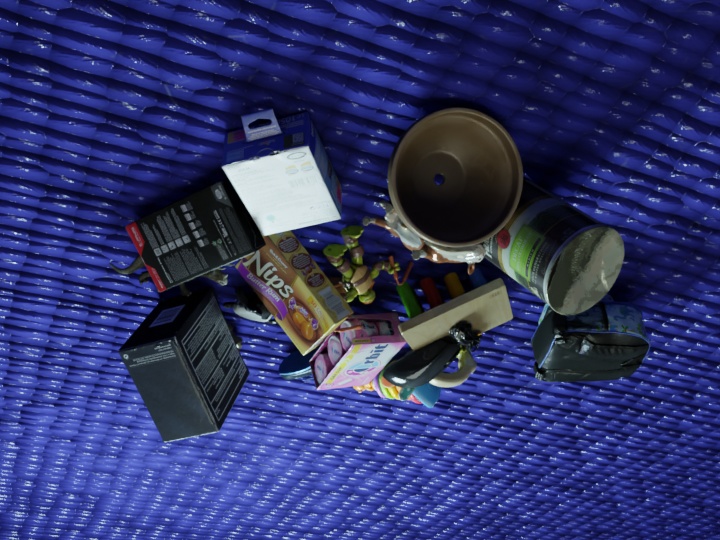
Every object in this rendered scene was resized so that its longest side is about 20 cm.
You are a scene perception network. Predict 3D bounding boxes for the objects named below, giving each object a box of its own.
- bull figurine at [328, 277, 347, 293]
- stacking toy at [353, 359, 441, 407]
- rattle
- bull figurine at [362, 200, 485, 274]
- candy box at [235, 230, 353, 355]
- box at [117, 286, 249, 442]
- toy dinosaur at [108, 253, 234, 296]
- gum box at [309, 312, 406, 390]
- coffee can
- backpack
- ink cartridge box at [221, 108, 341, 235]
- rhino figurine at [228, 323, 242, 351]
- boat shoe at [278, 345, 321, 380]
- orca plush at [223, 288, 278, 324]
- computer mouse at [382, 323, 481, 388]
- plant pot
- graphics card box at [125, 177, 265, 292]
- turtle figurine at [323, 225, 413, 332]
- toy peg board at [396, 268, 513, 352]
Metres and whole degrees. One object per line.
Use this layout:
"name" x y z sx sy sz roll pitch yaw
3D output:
"bull figurine" -0.074 0.079 1.471 0.121 0.065 0.200 -12 146 -14
"stacking toy" 0.068 0.241 1.704 0.200 0.116 0.110 -12 141 31
"rattle" 0.149 0.167 1.545 0.200 0.130 0.143 -10 161 -27
"bull figurine" 0.100 -0.055 1.230 0.121 0.200 0.065 8 108 -51
"candy box" -0.114 0.030 1.328 0.056 0.200 0.117 -32 171 -47
"box" -0.315 0.170 1.424 0.123 0.200 0.199 -15 110 16
"toy dinosaur" -0.328 -0.015 1.358 0.200 0.077 0.102 16 128 -16
"gum box" -0.006 0.152 1.482 0.113 0.066 0.200 -2 148 -28
"coffee can" 0.280 -0.043 1.201 0.146 0.200 0.147 -15 124 -24
"backpack" 0.447 0.123 1.517 0.200 0.147 0.183 4 142 -2
"ink cartridge box" -0.118 -0.151 1.170 0.136 0.076 0.200 -12 144 10
"rhino figurine" -0.337 0.151 1.575 0.200 0.060 0.088 3 140 -5
"boat shoe" -0.076 0.195 1.629 0.200 0.084 0.069 -18 129 23
"orca plush" -0.195 0.047 1.420 0.105 0.071 0.200 15 170 8
"computer mouse" 0.137 0.174 1.474 0.200 0.053 0.138 -29 156 12
"plant pot" 0.131 -0.136 1.158 0.201 0.201 0.093 7 -177 -13
"graphics card box" -0.266 -0.057 1.256 0.200 0.051 0.126 -22 99 24
"turtle figurine" 0.000 0.000 1.367 0.200 0.064 0.161 -38 130 -20
"toy peg board" 0.166 0.062 1.454 0.199 0.098 0.200 -26 156 5
